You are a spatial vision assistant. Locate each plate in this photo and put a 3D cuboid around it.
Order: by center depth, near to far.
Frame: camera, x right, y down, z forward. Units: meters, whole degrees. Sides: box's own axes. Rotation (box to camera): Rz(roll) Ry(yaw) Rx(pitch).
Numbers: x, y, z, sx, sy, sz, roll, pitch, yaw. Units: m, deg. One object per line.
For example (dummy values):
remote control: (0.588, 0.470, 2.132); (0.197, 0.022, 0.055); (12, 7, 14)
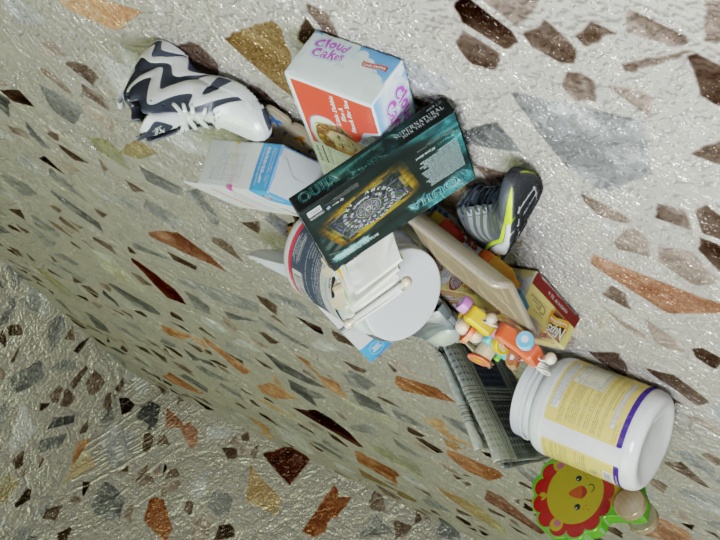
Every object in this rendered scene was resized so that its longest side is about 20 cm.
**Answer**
plate: (-0.054, 0.012, 1.946); (0.199, 0.033, 0.199); (12, 168, 46)

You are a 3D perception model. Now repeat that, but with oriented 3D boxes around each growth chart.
growth chart: (-0.004, -0.041, 1.489); (0.018, 0.203, 0.144); (-3, 163, -45)

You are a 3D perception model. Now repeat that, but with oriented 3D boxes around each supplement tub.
supplement tub: (0.000, 0.000, 1.608); (0.199, 0.141, 0.140); (29, 168, 50)
supplement tub: (0.326, 0.210, 1.714); (0.198, 0.146, 0.146); (20, 160, 32)

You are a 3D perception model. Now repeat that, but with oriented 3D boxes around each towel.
towel: (0.196, 0.200, 1.799); (0.192, 0.034, 0.202); (12, -132, -57)

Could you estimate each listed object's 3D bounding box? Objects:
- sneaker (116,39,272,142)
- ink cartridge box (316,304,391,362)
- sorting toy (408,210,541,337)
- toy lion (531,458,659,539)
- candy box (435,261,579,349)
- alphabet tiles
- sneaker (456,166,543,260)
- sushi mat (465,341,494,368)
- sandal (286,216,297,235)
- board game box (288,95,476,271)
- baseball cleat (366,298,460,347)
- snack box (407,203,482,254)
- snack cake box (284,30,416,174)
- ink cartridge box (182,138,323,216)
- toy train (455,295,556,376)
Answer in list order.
sneaker: (-0.220, -0.193, 1.528); (0.198, 0.130, 0.080); (35, 155, 4)
ink cartridge box: (-0.004, 0.033, 1.812); (0.200, 0.116, 0.068); (48, 180, -43)
sorting toy: (0.135, -0.008, 1.467); (0.185, 0.037, 0.200); (40, 178, 28)
toy lion: (0.348, 0.309, 1.798); (0.190, 0.202, 0.069); (-6, 145, 35)
candy box: (0.184, 0.042, 1.643); (0.199, 0.056, 0.115); (11, 154, 49)
alphabet tiles: (-0.090, -0.160, 1.621); (0.199, 0.015, 0.196); (33, 162, -5)
sneaker: (0.150, -0.068, 1.381); (0.080, 0.074, 0.200); (32, 161, 7)
sushi mat: (0.120, 0.070, 1.768); (0.200, 0.012, 0.096); (45, -179, 16)
sandal: (-0.083, -0.058, 1.817); (0.081, 0.055, 0.200); (28, 163, 14)
board game box: (0.028, -0.091, 1.328); (0.028, 0.199, 0.136); (55, 177, 31)
baseball cleat: (0.060, 0.053, 1.708); (0.199, 0.070, 0.107); (2, 135, 46)
snack box: (0.071, -0.080, 1.553); (0.199, 0.024, 0.072); (39, 162, -23)
snack cake box: (0.000, -0.165, 1.354); (0.114, 0.068, 0.201); (25, 158, 24)
ink cartridge box: (-0.133, -0.123, 1.609); (0.114, 0.069, 0.199); (23, 171, -42)
toy train: (0.183, 0.104, 1.563); (0.150, 0.056, 0.200); (36, 174, 19)
